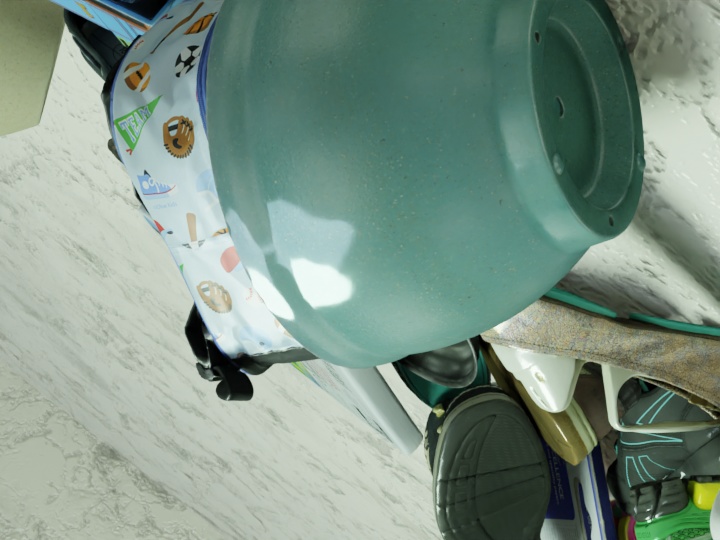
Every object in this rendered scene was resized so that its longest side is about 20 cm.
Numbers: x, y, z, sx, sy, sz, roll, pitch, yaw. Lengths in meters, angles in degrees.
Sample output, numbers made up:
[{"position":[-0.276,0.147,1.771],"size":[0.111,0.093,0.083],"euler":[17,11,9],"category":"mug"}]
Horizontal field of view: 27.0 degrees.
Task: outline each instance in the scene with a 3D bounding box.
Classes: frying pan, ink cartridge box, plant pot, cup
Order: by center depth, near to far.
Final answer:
[{"position":[0.044,-0.062,0.671],"size":[0.134,0.200,0.200],"euler":[-9,134,32],"category":"plant pot"},{"position":[0.004,0.012,0.968],"size":[0.190,0.031,0.115],"euler":[30,152,31],"category":"frying pan"},{"position":[0.141,0.170,1.045],"size":[0.200,0.047,0.198],"euler":[158,104,-69],"category":"ink cartridge box"},{"position":[-0.289,-0.172,1.079],"size":[0.143,0.201,0.200],"euler":[14,165,-12],"category":"cup"}]

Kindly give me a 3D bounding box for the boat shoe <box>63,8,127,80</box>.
[{"position":[-0.123,-0.133,0.979],"size":[0.199,0.075,0.066],"euler":[39,176,33],"category":"boat shoe"}]

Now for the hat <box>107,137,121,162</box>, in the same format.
[{"position":[-0.078,-0.052,1.055],"size":[0.201,0.081,0.201],"euler":[38,174,5],"category":"hat"}]

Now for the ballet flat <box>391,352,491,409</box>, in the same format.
[{"position":[0.033,0.016,1.044],"size":[0.072,0.072,0.200],"euler":[15,146,52],"category":"ballet flat"}]

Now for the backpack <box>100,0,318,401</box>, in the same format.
[{"position":[-0.038,-0.063,0.808],"size":[0.154,0.200,0.191],"euler":[-21,116,34],"category":"backpack"}]

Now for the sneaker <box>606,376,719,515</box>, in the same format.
[{"position":[0.193,0.093,0.918],"size":[0.079,0.075,0.200],"euler":[53,158,9],"category":"sneaker"}]

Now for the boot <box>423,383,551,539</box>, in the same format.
[{"position":[0.073,0.122,0.981],"size":[0.154,0.073,0.204],"euler":[-107,3,-53],"category":"boot"}]

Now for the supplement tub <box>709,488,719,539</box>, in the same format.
[{"position":[0.279,0.129,0.686],"size":[0.200,0.144,0.144],"euler":[38,162,6],"category":"supplement tub"}]

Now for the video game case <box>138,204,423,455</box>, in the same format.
[{"position":[-0.048,0.040,1.014],"size":[0.182,0.022,0.200],"euler":[36,170,25],"category":"video game case"}]

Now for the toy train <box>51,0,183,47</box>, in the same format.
[{"position":[-0.159,-0.194,0.894],"size":[0.200,0.087,0.114],"euler":[28,164,32],"category":"toy train"}]

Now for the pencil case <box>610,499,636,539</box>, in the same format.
[{"position":[0.206,0.198,1.090],"size":[0.088,0.088,0.200],"euler":[40,163,1],"category":"pencil case"}]

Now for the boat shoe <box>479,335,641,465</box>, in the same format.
[{"position":[0.117,0.055,0.933],"size":[0.073,0.065,0.200],"euler":[63,177,-26],"category":"boat shoe"}]

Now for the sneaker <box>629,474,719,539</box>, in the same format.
[{"position":[0.235,0.150,0.806],"size":[0.200,0.085,0.078],"euler":[0,170,-19],"category":"sneaker"}]

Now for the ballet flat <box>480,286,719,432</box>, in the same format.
[{"position":[0.128,0.048,0.790],"size":[0.200,0.067,0.068],"euler":[15,-179,-4],"category":"ballet flat"}]
